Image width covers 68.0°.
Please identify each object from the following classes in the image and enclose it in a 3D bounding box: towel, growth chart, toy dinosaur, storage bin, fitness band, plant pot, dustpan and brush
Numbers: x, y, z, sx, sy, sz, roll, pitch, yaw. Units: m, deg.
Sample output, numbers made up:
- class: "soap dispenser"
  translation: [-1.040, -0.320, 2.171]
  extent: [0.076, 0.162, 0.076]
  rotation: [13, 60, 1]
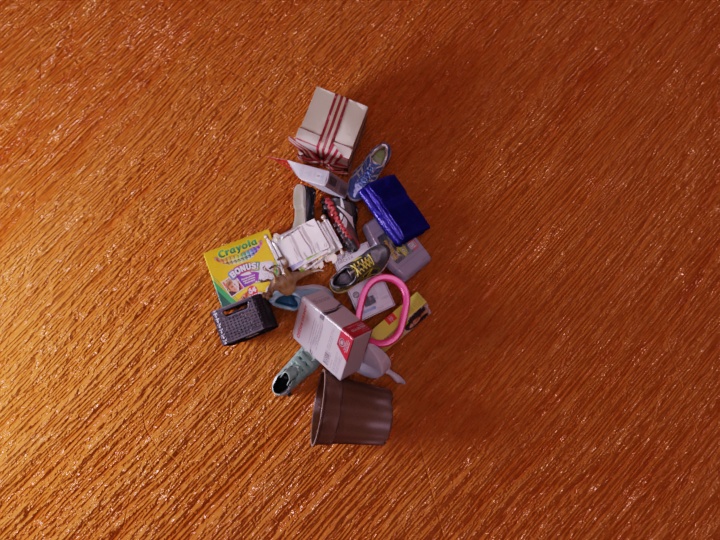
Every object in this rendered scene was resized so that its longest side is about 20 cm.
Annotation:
- class: "towel"
  translation: [0.102, -0.178, 1.535]
  extent: [0.147, 0.050, 0.201]
  rotation: [-29, 81, -33]
- class: "growth chart"
  translation: [-0.153, -0.065, 1.494]
  extent: [0.198, 0.018, 0.146]
  rotation: [-21, 96, -2]
- class: "toy dinosaur"
  translation: [-0.205, 0.018, 1.457]
  extent: [0.199, 0.058, 0.102]
  rotation: [-29, 80, -36]
- class: "storage bin"
  translation: [-0.307, 0.135, 1.442]
  extent: [0.134, 0.200, 0.095]
  rotation: [-21, 86, -4]
- class: "fitness band"
  translation: [0.061, 0.109, 1.469]
  extent: [0.142, 0.037, 0.203]
  rotation: [13, 79, 7]
- class: "plant pot"
  translation: [-0.022, 0.384, 1.442]
  extent: [0.195, 0.200, 0.203]
  rotation: [11, 84, -9]
- class: "dustpan and brush"
  translation: [0.051, 0.271, 1.501]
  extent: [0.200, 0.139, 0.057]
  rotation: [46, 46, -12]

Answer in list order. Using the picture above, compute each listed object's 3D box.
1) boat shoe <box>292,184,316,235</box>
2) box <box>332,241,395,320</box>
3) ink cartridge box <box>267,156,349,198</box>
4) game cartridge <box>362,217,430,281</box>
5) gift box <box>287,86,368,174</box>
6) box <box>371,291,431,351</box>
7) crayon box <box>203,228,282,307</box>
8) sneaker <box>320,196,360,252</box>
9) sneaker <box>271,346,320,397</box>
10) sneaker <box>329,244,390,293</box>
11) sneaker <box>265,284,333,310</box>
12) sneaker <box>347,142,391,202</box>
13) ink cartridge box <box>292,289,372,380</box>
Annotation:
- class: "boat shoe"
  translation: [-0.156, -0.146, 1.545]
  extent: [0.065, 0.074, 0.202]
  rotation: [-5, 96, -38]
- class: "box"
  translation: [0.007, 0.033, 1.537]
  extent: [0.115, 0.060, 0.202]
  rotation: [-23, 85, -4]
- class: "ink cartridge box"
  translation: [-0.148, -0.259, 1.488]
  extent: [0.198, 0.160, 0.048]
  rotation: [17, 92, 19]
- class: "game cartridge"
  translation: [0.101, -0.073, 1.538]
  extent: [0.133, 0.041, 0.201]
  rotation: [-37, 87, -29]
- class: "gift box"
  translation: [-0.090, -0.386, 1.512]
  extent: [0.182, 0.200, 0.189]
  rotation: [20, 85, 5]
- class: "box"
  translation: [0.106, 0.153, 1.517]
  extent: [0.199, 0.075, 0.050]
  rotation: [-39, 55, -5]
- class: "crayon box"
  translation: [-0.323, 0.000, 1.526]
  extent: [0.198, 0.058, 0.175]
  rotation: [-21, 85, -6]
- class: "sneaker"
  translation: [-0.038, -0.141, 1.527]
  extent: [0.097, 0.071, 0.202]
  rotation: [-22, 61, -13]
- class: "sneaker"
  translation: [-0.167, 0.269, 1.476]
  extent: [0.074, 0.118, 0.201]
  rotation: [39, 83, 4]
- class: "sneaker"
  translation: [0.000, 0.000, 1.460]
  extent: [0.199, 0.085, 0.075]
  rotation: [-37, 87, 4]
- class: "sneaker"
  translation: [-0.164, 0.086, 1.491]
  extent: [0.197, 0.082, 0.075]
  rotation: [2, 118, -21]
- class: "sneaker"
  translation: [0.021, -0.292, 1.561]
  extent: [0.075, 0.077, 0.201]
  rotation: [31, 89, -1]
- class: "ink cartridge box"
  translation: [-0.079, 0.169, 1.433]
  extent: [0.199, 0.083, 0.146]
  rotation: [36, 125, 29]
